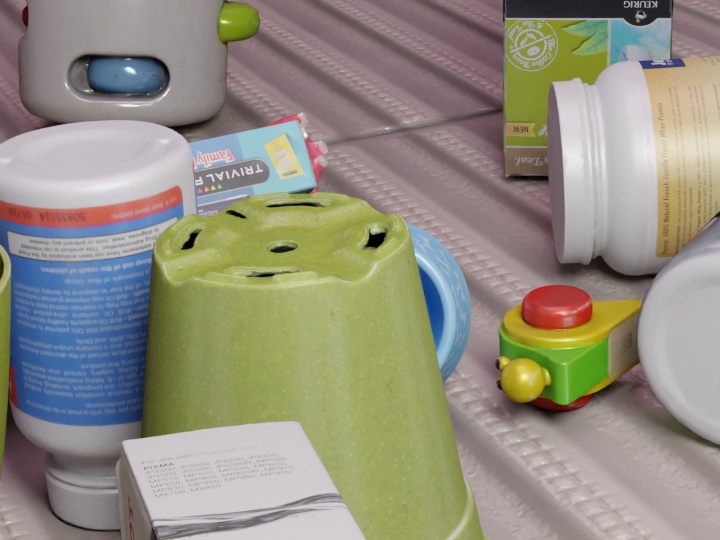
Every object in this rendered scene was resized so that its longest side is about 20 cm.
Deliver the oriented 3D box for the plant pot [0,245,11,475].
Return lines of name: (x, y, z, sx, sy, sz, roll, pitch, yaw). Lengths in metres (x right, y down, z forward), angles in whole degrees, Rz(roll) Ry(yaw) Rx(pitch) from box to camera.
plant pot: (-0.240, 0.100, 0.890, 0.185, 0.202, 0.187, -3, 22, 1)

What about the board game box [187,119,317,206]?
board game box: (-0.131, -0.031, 1.279, 0.150, 0.047, 0.200, -14, -9, -23)

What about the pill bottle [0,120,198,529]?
pill bottle: (-0.136, 0.031, 1.049, 0.111, 0.202, 0.112, -3, 21, 1)

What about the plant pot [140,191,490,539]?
plant pot: (-0.032, 0.070, 0.951, 0.198, 0.192, 0.200, -3, 21, 1)

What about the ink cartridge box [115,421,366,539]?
ink cartridge box: (-0.035, 0.166, 0.767, 0.082, 0.148, 0.200, -8, 23, -14)

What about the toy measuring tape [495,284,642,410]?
toy measuring tape: (0.138, 0.032, 1.185, 0.073, 0.074, 0.199, 13, 27, 36)

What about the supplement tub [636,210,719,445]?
supplement tub: (0.248, 0.012, 1.145, 0.122, 0.124, 0.200, 9, 24, 28)

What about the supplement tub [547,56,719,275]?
supplement tub: (0.228, -0.071, 1.325, 0.198, 0.146, 0.145, -3, 21, 1)

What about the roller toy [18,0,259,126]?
roller toy: (-0.205, -0.191, 1.701, 0.199, 0.141, 0.182, 13, 16, 40)

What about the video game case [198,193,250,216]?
video game case: (-0.169, 0.017, 1.200, 0.199, 0.143, 0.019, -13, 63, -23)

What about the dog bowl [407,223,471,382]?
dog bowl: (-0.035, 0.030, 1.142, 0.198, 0.113, 0.050, -3, 3, 2)

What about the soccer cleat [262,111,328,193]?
soccer cleat: (-0.067, -0.054, 1.461, 0.076, 0.067, 0.200, -31, 22, 17)

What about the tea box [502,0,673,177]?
tea box: (0.180, -0.196, 1.574, 0.132, 0.198, 0.200, 0, 21, 7)
